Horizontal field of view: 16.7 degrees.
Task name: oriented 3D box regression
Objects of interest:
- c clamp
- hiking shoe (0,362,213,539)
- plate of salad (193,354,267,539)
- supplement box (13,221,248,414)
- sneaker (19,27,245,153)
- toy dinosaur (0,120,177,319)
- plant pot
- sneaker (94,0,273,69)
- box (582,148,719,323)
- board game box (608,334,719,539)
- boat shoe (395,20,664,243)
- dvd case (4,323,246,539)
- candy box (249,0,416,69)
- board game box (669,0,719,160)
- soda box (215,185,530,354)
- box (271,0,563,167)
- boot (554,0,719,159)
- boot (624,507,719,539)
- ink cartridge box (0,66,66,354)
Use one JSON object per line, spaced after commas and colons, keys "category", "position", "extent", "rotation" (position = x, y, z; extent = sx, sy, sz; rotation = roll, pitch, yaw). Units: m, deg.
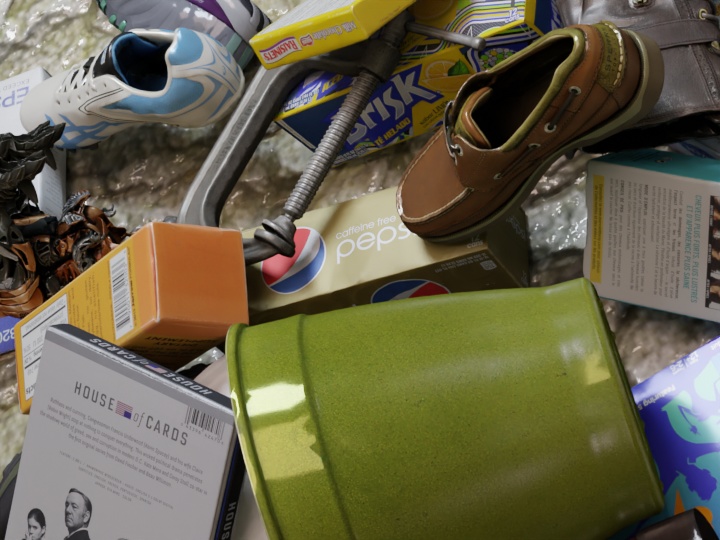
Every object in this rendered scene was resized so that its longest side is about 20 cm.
{"category": "c clamp", "position": [-0.033, -0.081, 1.487], "extent": [0.171, 0.027, 0.201], "rotation": [28, 83, 50]}
{"category": "hiking shoe", "position": [-0.136, 0.134, 1.491], "extent": [0.199, 0.076, 0.101], "rotation": [-28, 52, 9]}
{"category": "plate of salad", "position": [-0.030, 0.136, 1.428], "extent": [0.199, 0.048, 0.202], "rotation": [0, 89, 17]}
{"category": "supplement box", "position": [-0.144, 0.034, 1.500], "extent": [0.200, 0.066, 0.069], "rotation": [-30, 61, 54]}
{"category": "sneaker", "position": [-0.159, -0.125, 1.606], "extent": [0.199, 0.073, 0.072], "rotation": [-6, 46, 44]}
{"category": "toy dinosaur", "position": [-0.216, -0.014, 1.585], "extent": [0.199, 0.137, 0.102], "rotation": [-16, 20, -16]}
{"category": "plant pot", "position": [0.053, 0.095, 1.290], "extent": [0.192, 0.201, 0.201], "rotation": [-18, 55, 7]}
{"category": "sneaker", "position": [-0.154, -0.175, 1.684], "extent": [0.199, 0.074, 0.088], "rotation": [28, 84, 37]}
{"category": "box", "position": [0.220, -0.013, 1.360], "extent": [0.199, 0.049, 0.083], "rotation": [13, 111, 35]}
{"category": "board game box", "position": [0.180, 0.153, 1.317], "extent": [0.152, 0.045, 0.201], "rotation": [-32, 53, 11]}
{"category": "boat shoe", "position": [0.077, -0.083, 1.369], "extent": [0.200, 0.068, 0.072], "rotation": [-38, 54, 38]}
{"category": "dvd case", "position": [-0.142, 0.150, 1.437], "extent": [0.150, 0.025, 0.201], "rotation": [22, 107, 30]}
{"category": "candy box", "position": [0.030, -0.187, 1.497], "extent": [0.200, 0.027, 0.102], "rotation": [-40, 15, -36]}
{"category": "board game box", "position": [0.249, -0.152, 1.452], "extent": [0.200, 0.041, 0.200], "rotation": [35, 84, 39]}
{"category": "soda box", "position": [0.000, 0.000, 1.495], "extent": [0.199, 0.068, 0.064], "rotation": [-15, 57, 22]}
{"category": "box", "position": [0.041, -0.134, 1.524], "extent": [0.199, 0.064, 0.070], "rotation": [-19, 50, 35]}
{"category": "boot", "position": [0.192, -0.154, 1.416], "extent": [0.199, 0.069, 0.175], "rotation": [-18, 64, 1]}
{"category": "boot", "position": [0.113, 0.237, 1.240], "extent": [0.199, 0.068, 0.189], "rotation": [-31, 54, 15]}
{"category": "ink cartridge box", "position": [-0.295, -0.024, 1.699], "extent": [0.198, 0.041, 0.201], "rotation": [-18, 56, 20]}
